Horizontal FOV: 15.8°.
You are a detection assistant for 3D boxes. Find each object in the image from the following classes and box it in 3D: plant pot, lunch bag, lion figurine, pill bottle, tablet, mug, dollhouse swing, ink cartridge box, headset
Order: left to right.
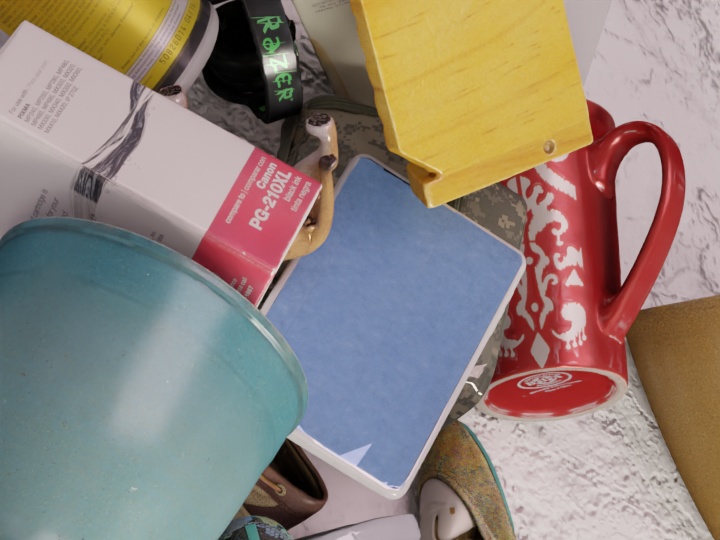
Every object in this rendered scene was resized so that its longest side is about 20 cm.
[{"bbox_3d":[-0.194,-0.176,1.613,0.200,0.112,0.112,38,45,-23],"label":"pill bottle"},{"bbox_3d":[-0.157,0.107,1.433,0.200,0.200,0.188,40,59,-20],"label":"plant pot"},{"bbox_3d":[-0.144,-0.032,1.505,0.200,0.145,0.084,29,48,-2],"label":"ink cartridge box"},{"bbox_3d":[-0.081,-0.041,1.567,0.072,0.200,0.123,-37,131,-35],"label":"lion figurine"},{"bbox_3d":[-0.068,-0.178,1.711,0.200,0.094,0.124,-126,-159,-57],"label":"headset"},{"bbox_3d":[0.000,0.000,1.682,0.167,0.139,0.200,33,48,-20],"label":"lunch bag"},{"bbox_3d":[0.010,0.031,1.576,0.130,0.014,0.200,32,57,-3],"label":"tablet"},{"bbox_3d":[0.039,-0.166,1.639,0.181,0.176,0.201,-22,107,-27],"label":"dollhouse swing"},{"bbox_3d":[0.132,-0.014,1.798,0.133,0.177,0.201,8,65,-26],"label":"mug"},{"bbox_3d":[0.299,0.112,1.894,0.186,0.186,0.201,-7,85,-46],"label":"plant pot"}]

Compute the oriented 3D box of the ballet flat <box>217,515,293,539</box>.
[{"bbox_3d":[-0.054,0.241,1.477,0.074,0.074,0.201,-30,116,-49],"label":"ballet flat"}]

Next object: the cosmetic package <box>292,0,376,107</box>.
[{"bbox_3d":[0.000,-0.179,1.752,0.200,0.071,0.105,65,10,-53],"label":"cosmetic package"}]

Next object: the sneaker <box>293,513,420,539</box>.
[{"bbox_3d":[-0.038,0.202,1.580,0.200,0.073,0.071,-18,89,-39],"label":"sneaker"}]

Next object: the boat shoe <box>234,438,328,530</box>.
[{"bbox_3d":[-0.087,0.072,1.598,0.072,0.072,0.200,-30,88,-49],"label":"boat shoe"}]

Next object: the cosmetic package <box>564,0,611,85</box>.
[{"bbox_3d":[0.119,-0.192,1.958,0.113,0.081,0.200,42,45,-18],"label":"cosmetic package"}]

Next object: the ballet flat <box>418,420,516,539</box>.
[{"bbox_3d":[0.075,0.192,1.696,0.071,0.071,0.201,-12,75,-47],"label":"ballet flat"}]
